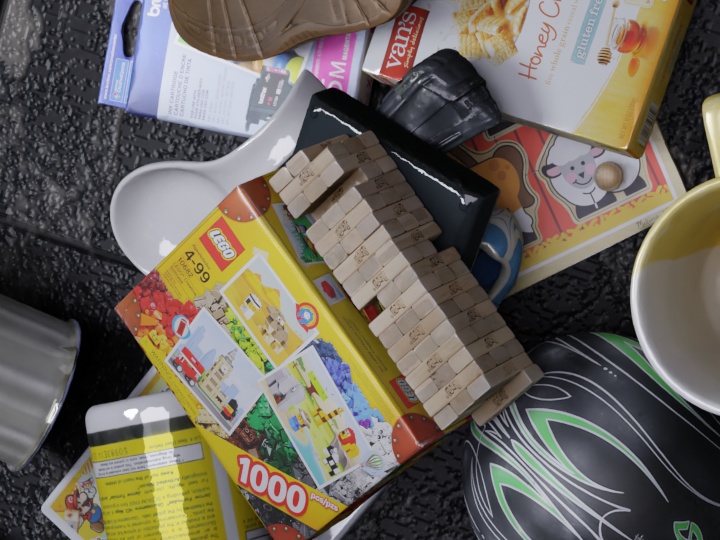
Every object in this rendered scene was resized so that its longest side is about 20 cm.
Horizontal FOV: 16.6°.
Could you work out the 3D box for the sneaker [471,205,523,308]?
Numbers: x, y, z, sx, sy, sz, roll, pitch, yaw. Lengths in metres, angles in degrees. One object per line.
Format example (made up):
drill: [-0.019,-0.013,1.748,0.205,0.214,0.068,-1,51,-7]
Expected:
sneaker: [0.037,0.040,1.650,0.072,0.072,0.200,37,110,8]

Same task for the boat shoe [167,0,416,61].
boat shoe: [-0.037,-0.185,1.642,0.200,0.072,0.072,-7,101,36]

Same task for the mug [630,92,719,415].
mug: [0.263,-0.005,1.554,0.149,0.153,0.187,21,98,15]

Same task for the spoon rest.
spoon rest: [-0.096,-0.057,1.684,0.099,0.061,0.200,45,122,-6]

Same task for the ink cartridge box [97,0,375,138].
ink cartridge box: [-0.087,-0.154,1.710,0.200,0.042,0.120,12,96,17]

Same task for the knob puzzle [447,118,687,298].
knob puzzle: [0.102,-0.095,1.661,0.219,0.030,0.220,1,93,17]

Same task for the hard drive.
hard drive: [0.000,0.000,1.608,0.139,0.033,0.200,33,122,23]

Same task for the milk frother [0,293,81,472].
milk frother: [-0.303,0.021,1.742,0.188,0.180,0.200,25,68,-20]

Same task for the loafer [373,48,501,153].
loafer: [0.023,-0.065,1.634,0.070,0.068,0.201,49,135,7]

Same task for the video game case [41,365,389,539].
video game case: [-0.101,0.155,1.740,0.182,0.023,0.200,42,104,10]

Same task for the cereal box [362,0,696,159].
cereal box: [0.113,-0.169,1.624,0.200,0.040,0.144,18,88,23]

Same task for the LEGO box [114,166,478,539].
LEGO box: [-0.041,0.057,1.586,0.149,0.077,0.200,-42,79,37]

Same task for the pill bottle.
pill bottle: [-0.115,0.180,1.672,0.112,0.112,0.201,-11,88,17]

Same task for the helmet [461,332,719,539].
helmet: [0.159,0.134,1.584,0.190,0.200,0.200,34,102,-5]

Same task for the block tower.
block tower: [0.028,0.005,1.530,0.054,0.058,0.200,-42,79,36]
